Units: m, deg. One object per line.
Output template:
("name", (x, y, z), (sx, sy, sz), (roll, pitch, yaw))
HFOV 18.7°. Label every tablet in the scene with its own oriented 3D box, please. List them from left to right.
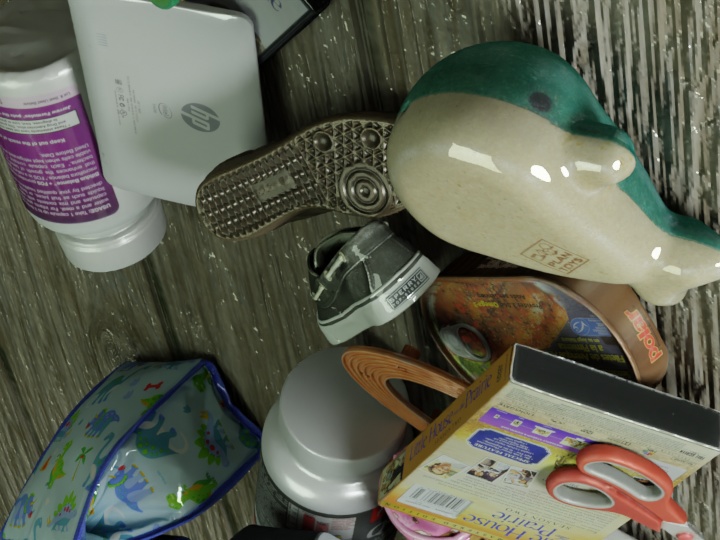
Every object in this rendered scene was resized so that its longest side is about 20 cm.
("tablet", (-0.126, -0.112, 1.477), (0.130, 0.014, 0.200), (12, 144, 12))

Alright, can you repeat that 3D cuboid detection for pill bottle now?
("pill bottle", (-0.208, -0.098, 1.605), (0.112, 0.112, 0.200), (26, 146, 38))
("pill bottle", (-0.020, 0.148, 1.643), (0.116, 0.116, 0.200), (40, 153, 18))

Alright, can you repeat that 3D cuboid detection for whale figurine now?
("whale figurine", (0.115, -0.055, 1.214), (0.200, 0.104, 0.159), (26, 155, -10))

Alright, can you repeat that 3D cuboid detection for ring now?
("ring", (0.078, 0.099, 1.466), (0.200, 0.019, 0.200), (27, 165, 8))

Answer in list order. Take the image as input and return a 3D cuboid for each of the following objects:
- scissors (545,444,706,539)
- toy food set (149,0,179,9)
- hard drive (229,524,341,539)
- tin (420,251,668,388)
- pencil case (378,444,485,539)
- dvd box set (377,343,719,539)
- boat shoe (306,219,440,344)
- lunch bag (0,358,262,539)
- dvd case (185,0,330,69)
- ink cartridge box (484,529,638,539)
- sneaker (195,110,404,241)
("scissors", (0.200, 0.158, 1.358), (0.200, 0.014, 0.073), (29, 140, -26))
("toy food set", (-0.152, -0.260, 1.340), (0.198, 0.049, 0.201), (28, 139, 48))
("hard drive", (0.001, 0.251, 1.614), (0.200, 0.042, 0.135), (39, 157, -27))
("tin", (0.115, 0.040, 1.381), (0.200, 0.042, 0.112), (0, 123, 57))
("pencil case", (0.066, 0.190, 1.567), (0.086, 0.083, 0.200), (14, 156, 16))
("dvd box set", (0.115, 0.119, 1.361), (0.146, 0.029, 0.200), (18, 147, -15))
("boat shoe", (0.000, 0.000, 1.444), (0.064, 0.071, 0.200), (49, 165, -3))
("lunch bag", (-0.203, 0.177, 1.871), (0.128, 0.200, 0.170), (56, 152, -14))
("dvd case", (-0.104, -0.193, 1.423), (0.143, 0.018, 0.200), (51, 153, -4))
("ink cartridge box", (0.177, 0.255, 1.504), (0.200, 0.085, 0.145), (28, 148, 27))
("sneaker", (-0.017, -0.072, 1.412), (0.199, 0.076, 0.071), (-10, 108, 36))
